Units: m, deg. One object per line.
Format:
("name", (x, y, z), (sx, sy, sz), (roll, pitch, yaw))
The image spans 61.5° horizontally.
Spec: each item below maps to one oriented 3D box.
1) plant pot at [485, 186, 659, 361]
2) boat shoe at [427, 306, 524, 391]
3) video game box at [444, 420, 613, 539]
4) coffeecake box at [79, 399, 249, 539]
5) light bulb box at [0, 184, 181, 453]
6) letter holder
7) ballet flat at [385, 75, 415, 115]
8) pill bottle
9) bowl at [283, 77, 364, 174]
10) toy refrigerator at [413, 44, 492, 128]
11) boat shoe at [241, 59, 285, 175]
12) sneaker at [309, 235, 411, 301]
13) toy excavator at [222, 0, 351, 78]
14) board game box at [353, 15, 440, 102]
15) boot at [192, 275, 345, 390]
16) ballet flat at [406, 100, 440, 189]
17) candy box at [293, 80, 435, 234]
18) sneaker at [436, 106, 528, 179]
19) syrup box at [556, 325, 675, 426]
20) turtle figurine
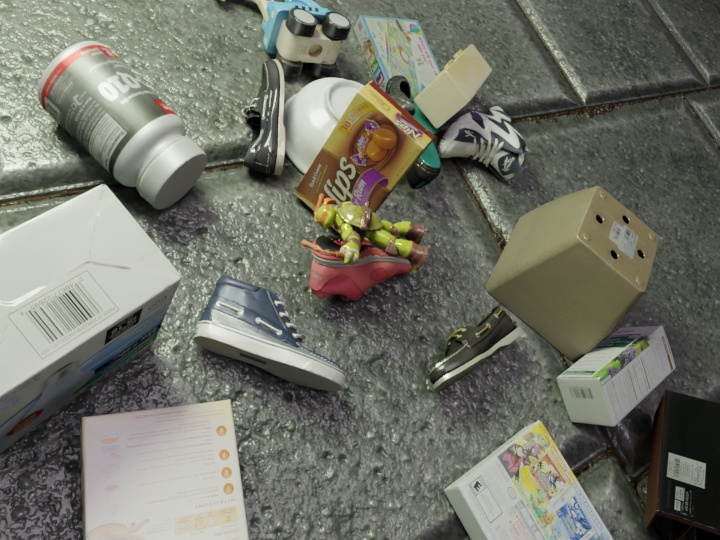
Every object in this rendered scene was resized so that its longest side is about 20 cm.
("plant pot", (0.357, -0.013, 0.982), (0.199, 0.177, 0.200), (38, 54, -2))
("boat shoe", (0.160, 0.111, 0.884), (0.200, 0.072, 0.061), (-22, 71, -41))
("video game box", (0.231, 0.335, 0.811), (0.181, 0.047, 0.202), (-22, 76, -32))
("coffeecake box", (-0.201, 0.249, 0.620), (0.151, 0.073, 0.203), (-1, 64, -27))
("light bulb box", (-0.306, 0.052, 0.596), (0.125, 0.200, 0.198), (49, 54, 3))
("letter holder", (0.498, 0.317, 0.935), (0.099, 0.143, 0.201), (13, 53, 18))
("ballet flat", (0.068, -0.270, 0.973), (0.201, 0.056, 0.067), (-76, 149, -58))
("pill bottle", (-0.300, -0.183, 0.779), (0.200, 0.114, 0.114), (43, 53, 0))
("bowl", (-0.026, -0.235, 0.962), (0.198, 0.090, 0.204), (12, 59, -20))
("toy refrigerator", (0.163, -0.326, 1.054), (0.070, 0.076, 0.200), (48, 38, -9))
("boat shoe", (-0.148, -0.238, 0.914), (0.062, 0.073, 0.203), (2, 67, -15))
("sneaker", (0.000, 0.000, 0.870), (0.198, 0.088, 0.073), (0, 24, -45))
("toy excavator", (-0.138, -0.428, 1.020), (0.192, 0.100, 0.202), (-7, 54, -31))
("board game box", (0.081, -0.383, 1.131), (0.133, 0.034, 0.202), (-8, 68, -30))
("boot", (-0.102, 0.078, 0.763), (0.198, 0.073, 0.091), (24, 61, -13))
("ballet flat", (0.096, -0.215, 1.021), (0.067, 0.069, 0.202), (20, 47, -15))
("candy box", (0.000, -0.148, 0.857), (0.116, 0.200, 0.057), (41, 39, -1))
("sneaker", (0.231, -0.215, 1.087), (0.198, 0.080, 0.130), (-26, 69, -45))
("syrup box", (0.408, 0.162, 0.960), (0.198, 0.078, 0.082), (-26, 98, -34))
("turtle figurine", (0.006, -0.059, 0.795), (0.159, 0.065, 0.201), (17, 21, -13))
